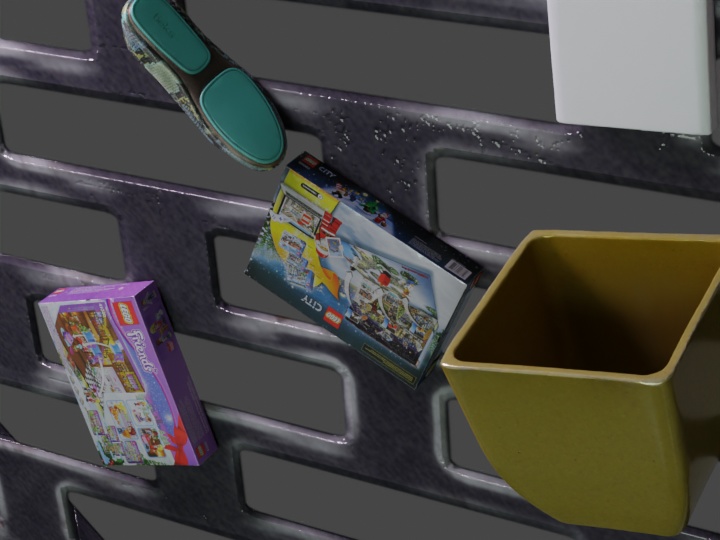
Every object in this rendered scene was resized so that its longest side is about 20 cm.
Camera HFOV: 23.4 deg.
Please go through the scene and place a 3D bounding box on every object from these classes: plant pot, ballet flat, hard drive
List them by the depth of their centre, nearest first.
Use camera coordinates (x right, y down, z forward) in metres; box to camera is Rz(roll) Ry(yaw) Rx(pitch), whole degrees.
[{"bbox_3d":[0.208,-0.206,1.345,0.132,0.026,0.200,8,120,29],"label":"hard drive"},{"bbox_3d":[0.211,0.103,1.427,0.194,0.196,0.200,3,127,32],"label":"plant pot"},{"bbox_3d":[-0.143,-0.168,1.580,0.200,0.074,0.074,52,131,-1],"label":"ballet flat"}]

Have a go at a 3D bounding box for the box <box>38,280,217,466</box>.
[{"bbox_3d":[-0.242,0.110,1.813,0.137,0.039,0.200,-4,114,35],"label":"box"}]

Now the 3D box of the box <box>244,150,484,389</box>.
[{"bbox_3d":[0.000,0.000,1.593,0.200,0.038,0.137,34,130,12],"label":"box"}]
